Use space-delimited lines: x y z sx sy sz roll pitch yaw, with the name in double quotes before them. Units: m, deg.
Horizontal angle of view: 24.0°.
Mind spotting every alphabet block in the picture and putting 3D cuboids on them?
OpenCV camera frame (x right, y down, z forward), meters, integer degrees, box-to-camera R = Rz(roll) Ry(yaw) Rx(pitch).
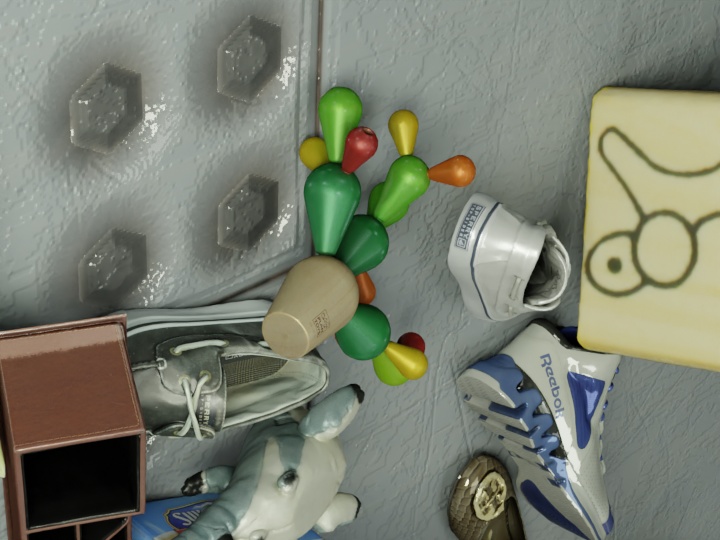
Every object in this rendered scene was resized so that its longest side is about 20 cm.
"alphabet block" 0.292 -0.030 1.217 0.195 0.199 0.198 -2 99 -46

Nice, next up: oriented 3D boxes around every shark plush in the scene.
"shark plush" -0.068 0.140 1.011 0.200 0.082 0.092 -48 143 -46

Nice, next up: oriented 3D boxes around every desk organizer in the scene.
"desk organizer" -0.153 0.124 0.908 0.071 0.077 0.201 -8 136 -15

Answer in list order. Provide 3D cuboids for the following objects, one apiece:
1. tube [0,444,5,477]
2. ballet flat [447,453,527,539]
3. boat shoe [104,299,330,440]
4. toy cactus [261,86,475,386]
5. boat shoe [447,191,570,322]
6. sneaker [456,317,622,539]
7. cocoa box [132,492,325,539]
"tube" -0.213 0.013 0.826 0.051 0.058 0.202 -16 125 -31
"ballet flat" 0.112 0.218 1.343 0.067 0.046 0.201 -40 139 -24
"boat shoe" -0.099 0.062 0.979 0.199 0.071 0.073 -17 127 -40
"toy cactus" 0.000 0.000 1.007 0.165 0.101 0.202 -50 145 -49
"boat shoe" 0.107 0.003 1.135 0.074 0.065 0.200 -68 163 -1
"sneaker" 0.161 0.109 1.282 0.115 0.080 0.200 -46 128 -19
"cocoa box" -0.098 0.257 1.062 0.133 0.131 0.202 -1 115 -50
